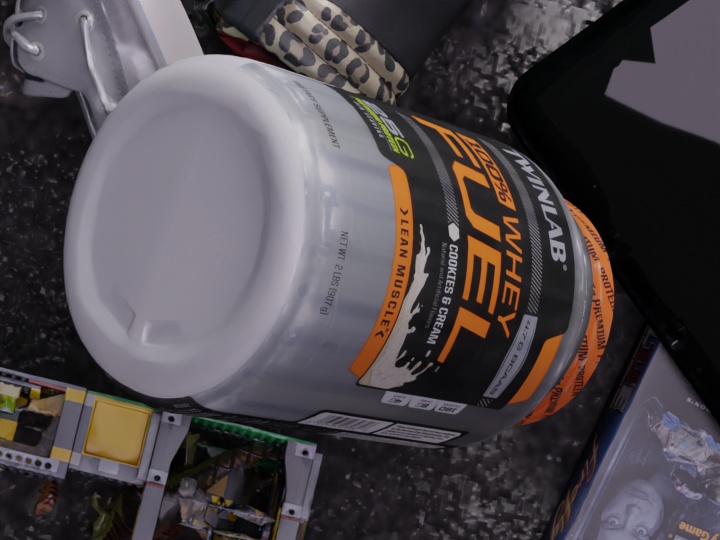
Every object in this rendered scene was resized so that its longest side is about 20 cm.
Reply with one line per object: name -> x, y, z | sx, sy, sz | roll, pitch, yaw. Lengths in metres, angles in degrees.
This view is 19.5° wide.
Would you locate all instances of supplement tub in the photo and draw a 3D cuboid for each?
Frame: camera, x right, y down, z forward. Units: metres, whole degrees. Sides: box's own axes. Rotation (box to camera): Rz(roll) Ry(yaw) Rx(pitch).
supplement tub -> 0.000, 0.000, 0.766 | 0.199, 0.122, 0.124 | 12, 94, -49

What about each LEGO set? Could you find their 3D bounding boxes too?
LEGO set -> -0.104, 0.109, 0.786 | 0.198, 0.154, 0.117 | 16, 79, -13

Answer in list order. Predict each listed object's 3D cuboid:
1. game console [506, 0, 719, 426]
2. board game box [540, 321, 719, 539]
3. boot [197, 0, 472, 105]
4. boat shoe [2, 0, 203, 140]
game console -> 0.190, -0.049, 0.857 | 0.201, 0.116, 0.176 | 54, 48, -4
board game box -> 0.190, 0.106, 0.883 | 0.199, 0.035, 0.136 | 25, 91, -9
boot -> -0.020, -0.165, 0.810 | 0.203, 0.073, 0.154 | 40, 84, -12
boat shoe -> -0.102, -0.085, 0.817 | 0.068, 0.072, 0.201 | -25, 107, -7
